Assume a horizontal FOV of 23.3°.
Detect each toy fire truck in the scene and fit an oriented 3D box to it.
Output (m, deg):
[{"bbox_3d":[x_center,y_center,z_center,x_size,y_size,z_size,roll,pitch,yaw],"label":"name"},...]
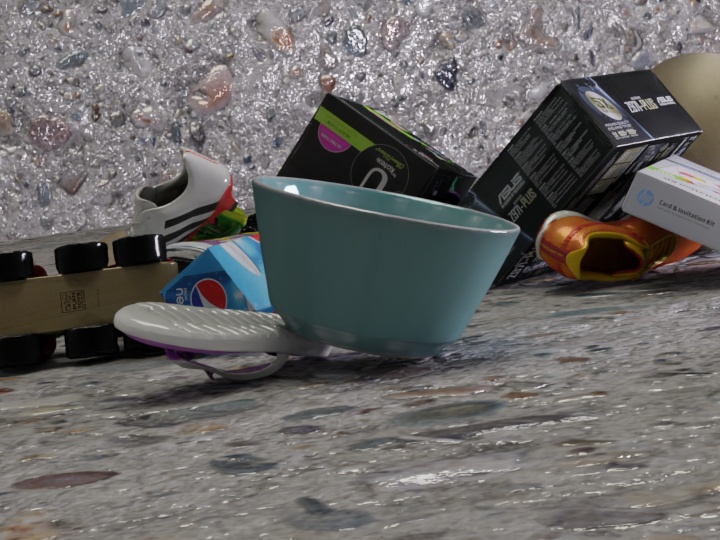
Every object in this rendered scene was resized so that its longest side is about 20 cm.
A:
[{"bbox_3d":[-0.249,0.019,1.558,0.174,0.130,0.200,-8,-6,-6],"label":"toy fire truck"}]

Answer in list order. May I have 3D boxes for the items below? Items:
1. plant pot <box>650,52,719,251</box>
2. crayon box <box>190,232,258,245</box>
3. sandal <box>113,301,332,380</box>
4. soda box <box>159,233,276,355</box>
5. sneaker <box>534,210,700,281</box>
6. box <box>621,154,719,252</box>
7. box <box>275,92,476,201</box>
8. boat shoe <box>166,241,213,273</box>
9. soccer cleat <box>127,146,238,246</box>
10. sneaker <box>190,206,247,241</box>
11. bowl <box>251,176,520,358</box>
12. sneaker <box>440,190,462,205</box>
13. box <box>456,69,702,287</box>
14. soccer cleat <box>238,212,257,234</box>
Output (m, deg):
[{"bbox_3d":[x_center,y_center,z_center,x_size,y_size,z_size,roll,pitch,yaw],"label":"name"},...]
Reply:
[{"bbox_3d":[0.347,-0.098,1.758,0.199,0.201,0.135,-2,44,41],"label":"plant pot"},{"bbox_3d":[-0.142,-0.003,1.885,0.171,0.059,0.199,-12,8,-34],"label":"crayon box"},{"bbox_3d":[-0.094,0.059,1.275,0.082,0.050,0.202,19,9,43],"label":"sandal"},{"bbox_3d":[-0.090,0.012,1.501,0.064,0.068,0.200,-41,-8,20],"label":"soda box"},{"bbox_3d":[0.249,-0.017,1.599,0.199,0.074,0.077,-10,33,-35],"label":"sneaker"},{"bbox_3d":[0.325,-0.050,1.548,0.155,0.041,0.200,25,16,15],"label":"box"},{"bbox_3d":[0.017,-0.093,1.861,0.148,0.125,0.200,34,9,13],"label":"box"},{"bbox_3d":[-0.227,0.017,1.713,0.198,0.072,0.068,-8,3,13],"label":"boat shoe"},{"bbox_3d":[-0.210,-0.038,1.768,0.085,0.200,0.069,37,12,-30],"label":"soccer cleat"},{"bbox_3d":[-0.181,-0.045,2.032,0.084,0.074,0.200,-52,-5,-13],"label":"sneaker"},{"bbox_3d":[0.010,0.000,1.274,0.199,0.106,0.201,10,6,-1],"label":"bowl"},{"bbox_3d":[0.120,-0.044,1.823,0.074,0.088,0.200,-4,7,29],"label":"sneaker"},{"bbox_3d":[0.203,-0.089,1.670,0.163,0.086,0.200,-14,-30,-49],"label":"box"},{"bbox_3d":[-0.083,-0.024,2.034,0.073,0.069,0.200,22,-7,-29],"label":"soccer cleat"}]
